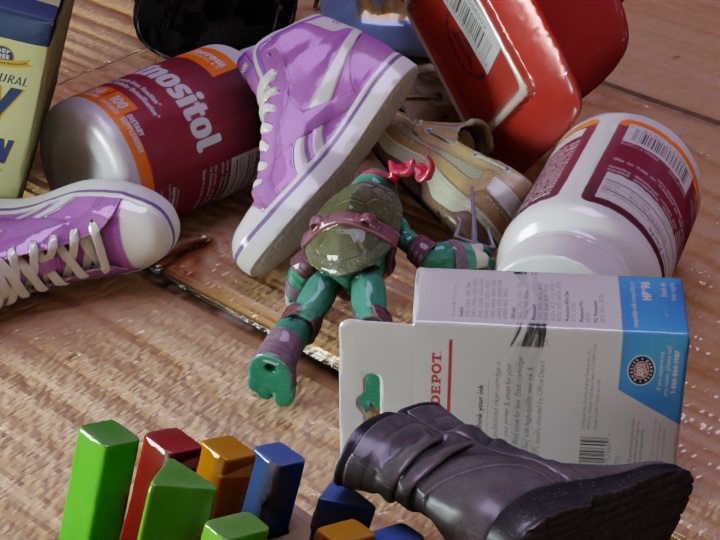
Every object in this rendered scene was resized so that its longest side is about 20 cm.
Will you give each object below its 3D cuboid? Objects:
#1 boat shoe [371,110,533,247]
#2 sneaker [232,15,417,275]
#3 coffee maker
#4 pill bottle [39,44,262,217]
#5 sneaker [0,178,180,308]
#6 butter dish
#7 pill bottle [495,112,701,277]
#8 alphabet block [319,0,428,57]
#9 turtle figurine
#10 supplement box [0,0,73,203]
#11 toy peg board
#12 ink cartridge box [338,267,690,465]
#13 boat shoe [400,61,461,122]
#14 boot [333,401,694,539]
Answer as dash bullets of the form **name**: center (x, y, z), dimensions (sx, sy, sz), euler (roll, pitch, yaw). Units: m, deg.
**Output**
- **boat shoe**: center (0.067, -0.081, 1.291), dimensions (0.076, 0.072, 0.200), euler (-45, 40, 1)
- **sneaker**: center (-0.058, -0.097, 1.256), dimensions (0.114, 0.073, 0.201), euler (32, 68, 7)
- **coffee maker**: center (-0.112, -0.257, 1.551), dimensions (0.190, 0.136, 0.201), euler (-4, 31, -8)
- **pill bottle**: center (-0.133, -0.104, 1.315), dimensions (0.112, 0.114, 0.199), euler (26, 40, 37)
- **sneaker**: center (-0.226, 0.000, 1.194), dimensions (0.198, 0.073, 0.115), euler (-6, 33, 11)
- **butter dish**: center (0.135, -0.197, 1.306), dimensions (0.147, 0.202, 0.199), euler (-25, -7, -17)
- **pill bottle**: center (0.156, -0.015, 1.161), dimensions (0.113, 0.115, 0.200), euler (11, 33, 18)
- **alphabet block**: center (0.072, -0.282, 1.479), dimensions (0.193, 0.199, 0.200), euler (5, 9, 5)
- **turtle figurine**: center (0.000, 0.000, 1.144), dimensions (0.148, 0.101, 0.201), euler (-11, 39, 32)
- **supplement box**: center (-0.283, -0.175, 1.257), dimensions (0.133, 0.201, 0.201), euler (14, 42, -9)
- **toy peg board**: center (-0.041, 0.143, 0.854), dimensions (0.199, 0.099, 0.198), euler (30, 24, 36)
- **ink cartridge box**: center (0.088, 0.064, 1.027), dimensions (0.197, 0.117, 0.068), euler (3, 30, 4)
- **boat shoe**: center (0.043, -0.128, 1.411), dimensions (0.197, 0.071, 0.065), euler (3, 65, -10)
- **boot**: center (0.087, 0.110, 0.936), dimensions (0.131, 0.070, 0.199), euler (29, 13, 35)
